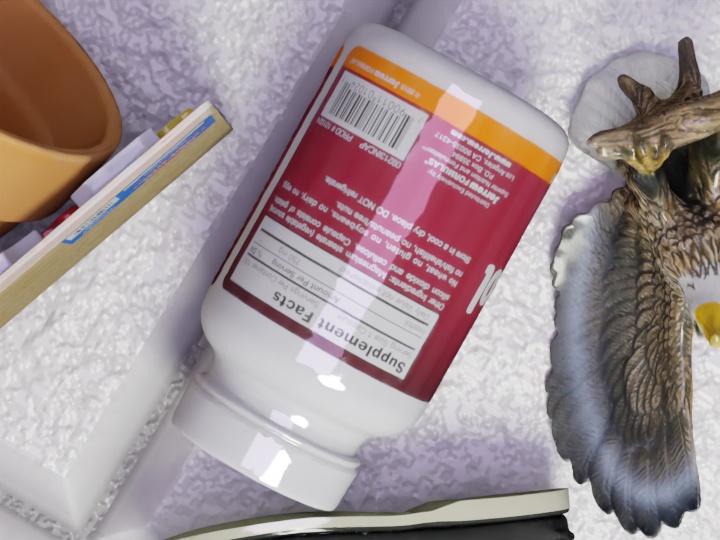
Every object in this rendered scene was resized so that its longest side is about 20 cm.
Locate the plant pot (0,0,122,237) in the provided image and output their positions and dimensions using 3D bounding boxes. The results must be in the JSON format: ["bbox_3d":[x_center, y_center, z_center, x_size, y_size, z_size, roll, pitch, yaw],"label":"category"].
[{"bbox_3d":[-0.222,-0.065,1.021,0.200,0.200,0.140,38,107,-6],"label":"plant pot"}]

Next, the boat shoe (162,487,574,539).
[{"bbox_3d":[0.000,0.138,1.098,0.201,0.074,0.063,-3,86,-8],"label":"boat shoe"}]

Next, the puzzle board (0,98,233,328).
[{"bbox_3d":[-0.139,-0.007,1.040,0.200,0.151,0.017,-41,90,0],"label":"puzzle board"}]

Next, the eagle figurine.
[{"bbox_3d":[0.158,0.007,1.090,0.152,0.151,0.200,11,132,34],"label":"eagle figurine"}]

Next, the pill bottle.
[{"bbox_3d":[0.000,0.000,1.069,0.113,0.113,0.200,29,93,-5],"label":"pill bottle"}]
